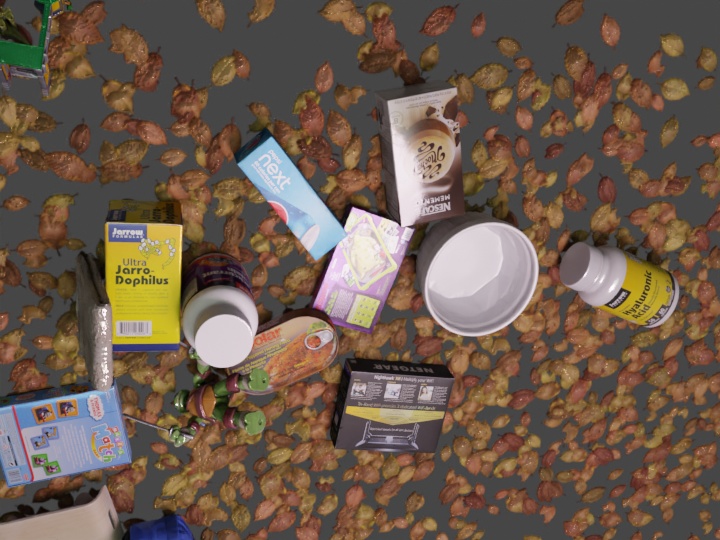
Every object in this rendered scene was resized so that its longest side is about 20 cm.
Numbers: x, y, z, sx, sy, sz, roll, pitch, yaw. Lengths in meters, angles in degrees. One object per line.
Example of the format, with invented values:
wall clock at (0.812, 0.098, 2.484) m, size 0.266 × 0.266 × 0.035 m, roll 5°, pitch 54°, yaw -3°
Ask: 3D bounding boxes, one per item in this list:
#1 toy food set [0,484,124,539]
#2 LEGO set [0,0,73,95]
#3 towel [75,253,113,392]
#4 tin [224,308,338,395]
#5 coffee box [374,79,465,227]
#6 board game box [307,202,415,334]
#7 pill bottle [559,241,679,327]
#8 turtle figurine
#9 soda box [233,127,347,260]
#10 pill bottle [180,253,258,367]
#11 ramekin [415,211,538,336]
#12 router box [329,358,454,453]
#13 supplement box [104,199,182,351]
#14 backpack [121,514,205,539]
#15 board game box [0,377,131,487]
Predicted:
toy food set at (-0.521, 0.442, 1.311) m, size 0.197 × 0.061 × 0.145 m, roll -10°, pitch 126°, yaw -9°
LEGO set at (-0.475, -0.308, 0.991) m, size 0.197 × 0.116 × 0.156 m, roll -2°, pitch 84°, yaw -18°
towel at (-0.387, 0.069, 1.104) m, size 0.034 × 0.200 × 0.134 m, roll -5°, pitch 114°, yaw -26°
tin at (-0.132, 0.134, 1.274) m, size 0.198 × 0.042 × 0.113 m, roll -24°, pitch 121°, yaw 7°
coffee box at (0.094, -0.181, 1.192) m, size 0.112 × 0.080 × 0.202 m, roll -13°, pitch 115°, yaw -10°
board game box at (0.000, 0.000, 1.273) m, size 0.119 × 0.032 × 0.202 m, roll 16°, pitch 107°, yaw -24°
pill bottle at (0.455, 0.021, 1.357) m, size 0.198 × 0.111 × 0.112 m, roll 20°, pitch 106°, yaw -21°
turtle figurine at (-0.252, 0.198, 1.199) m, size 0.192 × 0.145 × 0.201 m, roll -4°, pitch 131°, yaw 29°
soda box at (-0.106, -0.115, 1.176) m, size 0.068 × 0.064 × 0.201 m, roll -37°, pitch 116°, yaw 3°
pill bottle at (-0.212, 0.060, 1.144) m, size 0.110 × 0.200 × 0.113 m, roll -6°, pitch 114°, yaw -13°
ramekin at (0.186, -0.003, 1.278) m, size 0.197 × 0.105 × 0.203 m, roll -5°, pitch 114°, yaw -12°
router box at (0.056, 0.245, 1.376) m, size 0.197 × 0.052 × 0.159 m, roll 7°, pitch 110°, yaw -17°
supplement box at (-0.323, 0.008, 1.143) m, size 0.108 × 0.109 × 0.203 m, roll 0°, pitch 112°, yaw -15°
backpack at (-0.334, 0.533, 1.340) m, size 0.166 × 0.162 × 0.203 m, roll -12°, pitch 103°, yaw -20°
board game box at (-0.488, 0.264, 1.248) m, size 0.197 × 0.037 × 0.153 m, roll -9°, pitch 114°, yaw -11°
